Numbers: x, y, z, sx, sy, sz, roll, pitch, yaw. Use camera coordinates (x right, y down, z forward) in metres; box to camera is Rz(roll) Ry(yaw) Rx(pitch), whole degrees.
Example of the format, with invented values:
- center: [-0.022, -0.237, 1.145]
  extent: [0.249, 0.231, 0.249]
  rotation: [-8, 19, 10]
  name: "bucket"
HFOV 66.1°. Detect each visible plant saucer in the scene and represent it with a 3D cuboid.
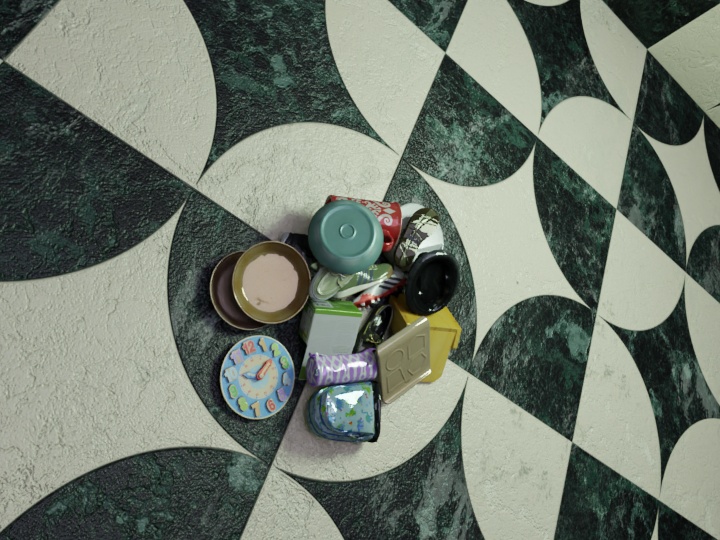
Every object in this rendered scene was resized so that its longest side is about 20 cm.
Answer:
- center: [-0.035, -0.093, 1.395]
  extent: [0.194, 0.036, 0.205]
  rotation: [3, 70, -8]
  name: "plant saucer"
- center: [-0.291, 0.052, 1.412]
  extent: [0.196, 0.036, 0.206]
  rotation: [8, 74, -29]
  name: "plant saucer"
- center: [-0.223, 0.030, 1.391]
  extent: [0.195, 0.035, 0.206]
  rotation: [0, 89, -15]
  name: "plant saucer"

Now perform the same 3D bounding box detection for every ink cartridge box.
- center: [-0.093, 0.187, 1.479]
  extent: [0.145, 0.076, 0.205]
  rotation: [7, 107, -29]
  name: "ink cartridge box"

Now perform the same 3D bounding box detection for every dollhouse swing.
- center: [0.167, 0.202, 1.647]
  extent: [0.196, 0.179, 0.183]
  rotation: [7, 32, -28]
  name: "dollhouse swing"

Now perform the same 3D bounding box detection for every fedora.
- center: [0.189, 0.022, 1.580]
  extent: [0.196, 0.092, 0.205]
  rotation: [-11, 119, -21]
  name: "fedora"

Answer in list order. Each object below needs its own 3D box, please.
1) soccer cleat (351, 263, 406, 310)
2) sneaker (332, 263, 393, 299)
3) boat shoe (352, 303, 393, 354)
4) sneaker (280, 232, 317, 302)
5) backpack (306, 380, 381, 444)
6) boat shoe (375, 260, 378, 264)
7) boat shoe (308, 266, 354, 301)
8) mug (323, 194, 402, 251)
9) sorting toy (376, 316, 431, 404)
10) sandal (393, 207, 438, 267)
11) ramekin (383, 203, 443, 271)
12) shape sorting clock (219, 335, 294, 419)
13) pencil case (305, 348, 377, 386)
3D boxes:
- center: [0.045, 0.046, 1.584]
  extent: [0.197, 0.069, 0.086]
  rotation: [-25, 77, -24]
  name: "soccer cleat"
- center: [0.000, 0.000, 1.502]
  extent: [0.197, 0.067, 0.092]
  rotation: [-23, 109, -25]
  name: "sneaker"
- center: [0.032, 0.181, 1.555]
  extent: [0.071, 0.060, 0.204]
  rotation: [35, 62, -18]
  name: "boat shoe"
- center: [-0.149, -0.010, 1.463]
  extent: [0.111, 0.076, 0.205]
  rotation: [-8, 75, 5]
  name: "sneaker"
- center: [-0.042, 0.362, 1.428]
  extent: [0.195, 0.154, 0.168]
  rotation: [5, 73, -13]
  name: "backpack"
- center: [-0.015, -0.075, 1.596]
  extent: [0.202, 0.063, 0.074]
  rotation: [49, 56, -13]
  name: "boat shoe"
- center: [-0.051, 0.001, 1.411]
  extent: [0.200, 0.062, 0.072]
  rotation: [-44, 102, -24]
  name: "boat shoe"
- center: [0.006, -0.133, 1.491]
  extent: [0.195, 0.177, 0.137]
  rotation: [9, 96, -19]
  name: "mug"
- center: [0.118, 0.244, 1.512]
  extent: [0.183, 0.036, 0.204]
  rotation: [-29, 129, -27]
  name: "sorting toy"
- center: [0.154, -0.096, 1.600]
  extent: [0.081, 0.054, 0.203]
  rotation: [32, 77, -12]
  name: "sandal"
- center: [0.149, -0.090, 1.677]
  extent: [0.198, 0.094, 0.208]
  rotation: [9, 72, -28]
  name: "ramekin"
- center: [-0.253, 0.264, 1.376]
  extent: [0.196, 0.039, 0.206]
  rotation: [8, 73, -28]
  name: "shape sorting clock"
- center: [-0.050, 0.250, 1.436]
  extent: [0.196, 0.083, 0.088]
  rotation: [2, 80, -32]
  name: "pencil case"
